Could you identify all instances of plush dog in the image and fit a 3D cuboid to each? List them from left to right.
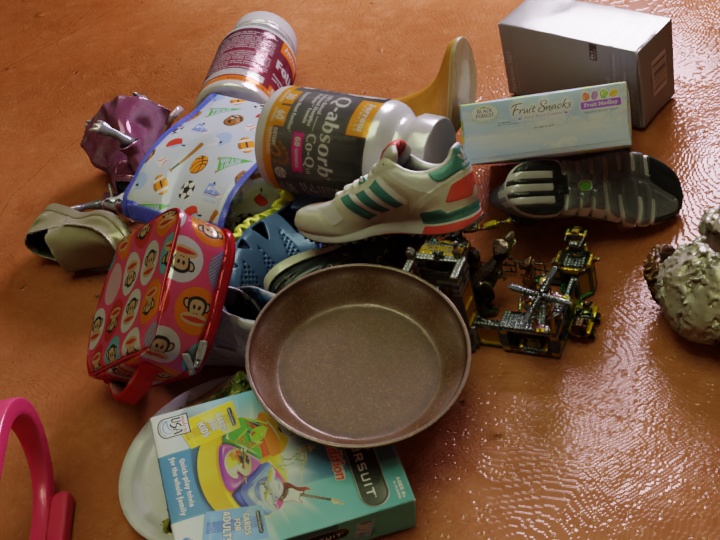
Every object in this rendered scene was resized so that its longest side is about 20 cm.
[{"bbox_3d":[0.343,-0.006,0.913,0.172,0.160,0.200,-48,40,6],"label":"plush dog"}]

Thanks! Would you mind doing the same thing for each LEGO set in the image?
[{"bbox_3d":[0.131,-0.003,0.992,0.198,0.117,0.154,13,49,32],"label":"LEGO set"}]

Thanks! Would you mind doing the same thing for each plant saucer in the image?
[{"bbox_3d":[-0.002,0.080,0.908,0.197,0.037,0.202,-1,47,1],"label":"plant saucer"}]

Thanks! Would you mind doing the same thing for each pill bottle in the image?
[{"bbox_3d":[-0.149,-0.258,1.391,0.113,0.115,0.201,-5,42,15],"label":"pill bottle"},{"bbox_3d":[-0.005,-0.130,1.103,0.198,0.117,0.117,12,48,26],"label":"pill bottle"}]

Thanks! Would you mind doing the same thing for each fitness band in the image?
[{"bbox_3d":[-0.303,0.206,0.907,0.037,0.145,0.201,-17,39,4],"label":"fitness band"}]

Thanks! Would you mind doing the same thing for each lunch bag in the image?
[{"bbox_3d":[-0.206,0.045,1.020,0.199,0.081,0.178,-20,54,55],"label":"lunch bag"},{"bbox_3d":[-0.163,-0.106,1.222,0.168,0.125,0.200,13,42,31],"label":"lunch bag"}]

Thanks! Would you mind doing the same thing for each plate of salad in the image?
[{"bbox_3d":[-0.137,0.167,0.961,0.197,0.048,0.201,-10,41,9],"label":"plate of salad"}]

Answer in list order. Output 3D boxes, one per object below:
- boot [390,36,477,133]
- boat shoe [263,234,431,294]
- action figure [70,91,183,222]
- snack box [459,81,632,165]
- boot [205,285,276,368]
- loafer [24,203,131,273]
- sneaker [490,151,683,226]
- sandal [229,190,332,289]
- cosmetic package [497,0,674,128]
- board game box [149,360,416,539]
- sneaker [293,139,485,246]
[{"bbox_3d":[0.054,-0.178,1.153,0.143,0.203,0.071,19,43,24],"label":"boot"},{"bbox_3d":[0.000,-0.001,1.080,0.197,0.075,0.066,-20,52,-18],"label":"boat shoe"},{"bbox_3d":[-0.305,-0.132,1.352,0.147,0.134,0.201,10,42,-34],"label":"action figure"},{"bbox_3d":[0.203,-0.153,1.094,0.166,0.069,0.200,-6,6,14],"label":"snack box"},{"bbox_3d":[-0.132,0.050,1.053,0.198,0.096,0.074,9,47,30],"label":"boot"},{"bbox_3d":[-0.337,-0.030,1.246,0.198,0.076,0.068,10,48,43],"label":"loafer"},{"bbox_3d":[0.228,-0.081,1.081,0.197,0.076,0.115,3,-6,-15],"label":"sneaker"},{"bbox_3d":[-0.080,-0.032,1.143,0.086,0.080,0.200,18,54,31],"label":"sandal"},{"bbox_3d":[0.270,-0.255,1.232,0.199,0.108,0.090,20,52,39],"label":"cosmetic package"},{"bbox_3d":[-0.069,0.172,0.883,0.197,0.047,0.152,-15,50,-11],"label":"board game box"},{"bbox_3d":[0.022,-0.082,1.011,0.197,0.095,0.070,-3,20,25],"label":"sneaker"}]
